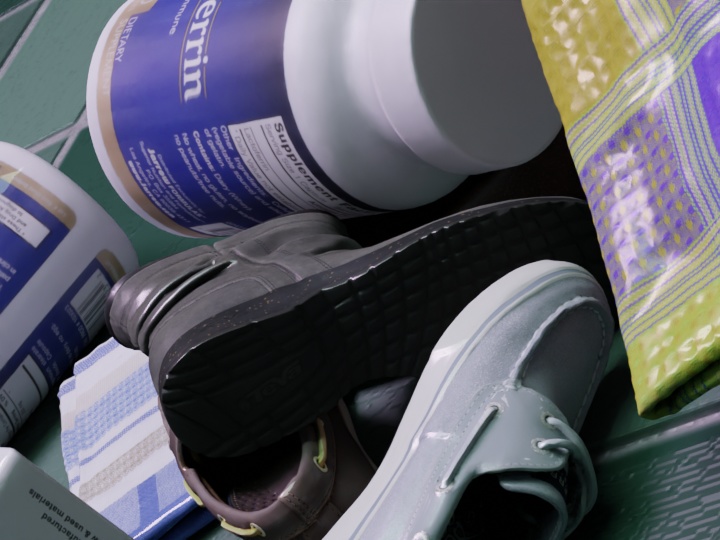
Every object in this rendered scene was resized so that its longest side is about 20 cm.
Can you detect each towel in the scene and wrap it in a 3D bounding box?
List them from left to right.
[{"bbox_3d":[-0.074,0.058,1.308,0.147,0.024,0.200,-38,24,9],"label":"towel"},{"bbox_3d":[0.116,-0.065,0.987,0.144,0.023,0.200,-45,45,40],"label":"towel"}]

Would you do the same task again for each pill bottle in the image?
[{"bbox_3d":[-0.212,0.041,1.456,0.200,0.111,0.111,-52,23,-20],"label":"pill bottle"},{"bbox_3d":[-0.013,-0.079,1.213,0.200,0.116,0.116,-7,41,46],"label":"pill bottle"}]

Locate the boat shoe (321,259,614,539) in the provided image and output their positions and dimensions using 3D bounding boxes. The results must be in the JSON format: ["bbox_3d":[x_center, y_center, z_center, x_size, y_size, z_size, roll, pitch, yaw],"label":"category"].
[{"bbox_3d":[0.046,0.081,1.016,0.071,0.070,0.201,9,54,42],"label":"boat shoe"}]

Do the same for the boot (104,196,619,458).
[{"bbox_3d":[0.000,0.000,1.135,0.199,0.068,0.131,-17,23,-7],"label":"boot"}]

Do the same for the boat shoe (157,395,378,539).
[{"bbox_3d":[-0.042,0.068,1.156,0.072,0.060,0.200,-43,29,0],"label":"boat shoe"}]

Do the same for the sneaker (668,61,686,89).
[{"bbox_3d":[0.152,-0.069,1.000,0.085,0.077,0.200,-107,37,-64],"label":"sneaker"}]

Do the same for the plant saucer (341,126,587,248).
[{"bbox_3d":[0.024,-0.037,1.269,0.200,0.035,0.200,-30,25,15],"label":"plant saucer"}]

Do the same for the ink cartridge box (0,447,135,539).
[{"bbox_3d":[-0.194,0.176,1.193,0.144,0.084,0.200,-3,52,59],"label":"ink cartridge box"}]
